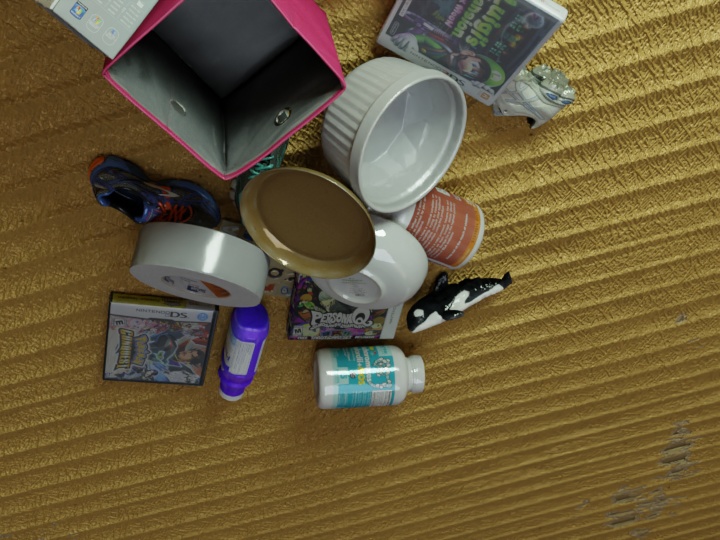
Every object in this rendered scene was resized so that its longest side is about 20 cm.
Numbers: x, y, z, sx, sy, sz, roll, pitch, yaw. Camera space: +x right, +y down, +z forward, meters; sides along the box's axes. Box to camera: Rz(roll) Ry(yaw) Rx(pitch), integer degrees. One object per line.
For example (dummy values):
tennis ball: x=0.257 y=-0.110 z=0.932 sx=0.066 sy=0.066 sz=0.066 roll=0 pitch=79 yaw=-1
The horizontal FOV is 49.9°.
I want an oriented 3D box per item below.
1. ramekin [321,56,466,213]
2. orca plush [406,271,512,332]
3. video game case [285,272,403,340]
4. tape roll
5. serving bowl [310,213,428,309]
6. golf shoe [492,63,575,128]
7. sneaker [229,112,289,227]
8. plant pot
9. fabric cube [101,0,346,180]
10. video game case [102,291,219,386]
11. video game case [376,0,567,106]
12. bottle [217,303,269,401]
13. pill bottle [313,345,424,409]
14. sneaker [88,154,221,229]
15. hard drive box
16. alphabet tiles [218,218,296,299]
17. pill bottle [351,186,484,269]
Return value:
ramekin: x=0.039 y=-0.190 z=1.046 sx=0.199 sy=0.105 sz=0.201 roll=-30 pitch=141 yaw=-28
orca plush: x=0.164 y=0.035 z=1.346 sx=0.199 sy=0.105 sz=0.072 roll=-22 pitch=101 yaw=12
video game case: x=-0.020 y=0.046 z=1.334 sx=0.198 sy=0.036 sz=0.182 roll=1 pitch=131 yaw=-15
tape roll: x=-0.238 y=-0.005 z=1.153 sx=0.198 sy=0.067 sz=0.200 roll=11 pitch=164 yaw=3
serving bowl: x=0.000 y=0.000 z=1.173 sx=0.198 sy=0.066 sz=0.201 roll=12 pitch=146 yaw=8
golf shoe: x=0.205 y=-0.257 z=1.088 sx=0.199 sy=0.079 sz=0.097 roll=20 pitch=132 yaw=-25
sneaker: x=-0.140 y=-0.144 z=1.104 sx=0.077 sy=0.092 sz=0.201 roll=3 pitch=131 yaw=-15
plant pot: x=-0.069 y=-0.068 z=1.063 sx=0.198 sy=0.028 sz=0.201 roll=14 pitch=139 yaw=12
fabric cube: x=-0.158 y=-0.271 z=0.913 sx=0.196 sy=0.200 sz=0.200 roll=-34 pitch=129 yaw=18
video game case: x=-0.351 y=0.125 z=1.350 sx=0.179 sy=0.026 sz=0.201 roll=6 pitch=130 yaw=-17
video game case: x=0.129 y=-0.301 z=0.959 sx=0.181 sy=0.023 sz=0.200 roll=27 pitch=156 yaw=-7
bottle: x=-0.210 y=0.148 z=1.360 sx=0.065 sy=0.084 sz=0.201 roll=7 pitch=131 yaw=-18
pill bottle: x=0.015 y=0.196 z=1.431 sx=0.198 sy=0.111 sz=0.111 roll=-2 pitch=132 yaw=-11
sneaker: x=-0.299 y=-0.095 z=1.125 sx=0.199 sy=0.079 sz=0.076 roll=16 pitch=128 yaw=-24
hard drive box: x=-0.248 y=-0.335 z=0.818 sx=0.077 sy=0.156 sz=0.201 roll=37 pitch=90 yaw=-36
alphabet tiles: x=-0.145 y=-0.024 z=1.270 sx=0.198 sy=0.006 sz=0.167 roll=13 pitch=128 yaw=-22
pill bottle: x=0.084 y=-0.083 z=1.192 sx=0.199 sy=0.113 sz=0.112 roll=19 pitch=125 yaw=-27
